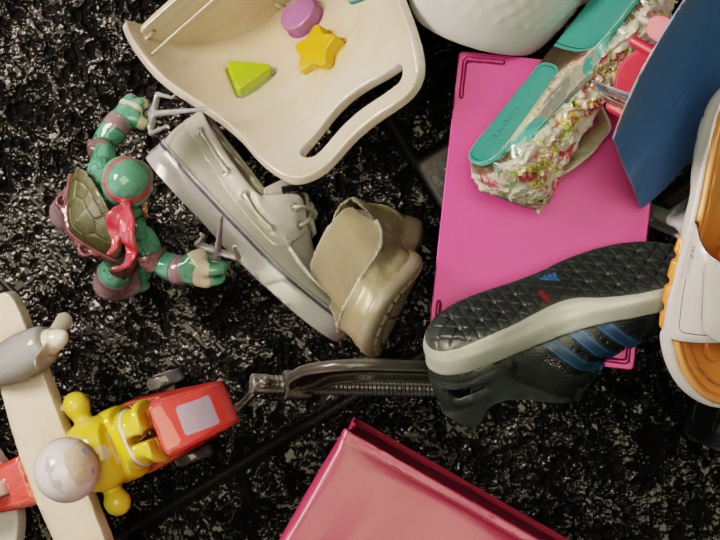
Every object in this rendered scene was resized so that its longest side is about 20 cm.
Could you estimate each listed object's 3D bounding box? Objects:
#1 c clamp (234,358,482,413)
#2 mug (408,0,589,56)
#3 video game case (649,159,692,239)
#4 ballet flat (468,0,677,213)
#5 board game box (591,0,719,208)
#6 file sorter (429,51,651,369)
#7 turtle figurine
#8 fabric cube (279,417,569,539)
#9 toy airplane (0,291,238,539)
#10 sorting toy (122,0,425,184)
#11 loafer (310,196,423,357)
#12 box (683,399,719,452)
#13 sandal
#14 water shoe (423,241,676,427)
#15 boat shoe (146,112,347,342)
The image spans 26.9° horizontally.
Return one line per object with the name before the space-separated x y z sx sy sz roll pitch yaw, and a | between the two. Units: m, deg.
c clamp | 0.018 0.078 1.074 0.199 0.171 0.027 2 75 -11
mug | 0.123 -0.240 1.010 0.199 0.148 0.176 0 119 -34
video game case | 0.290 -0.087 1.033 0.200 0.182 0.023 -36 100 1
ballet flat | 0.149 -0.122 0.979 0.064 0.076 0.200 39 93 -25
board game box | 0.196 -0.132 0.941 0.039 0.200 0.158 33 87 23
file sorter | 0.127 -0.039 1.066 0.138 0.125 0.201 6 89 3
turtle figurine | -0.161 -0.047 1.040 0.100 0.200 0.150 -12 80 -26
fabric cube | 0.028 0.229 0.945 0.196 0.200 0.200 30 88 4
toy airplane | -0.211 0.138 1.069 0.199 0.141 0.200 25 91 2
sorting toy | -0.036 -0.156 1.038 0.200 0.107 0.180 -38 56 14
loafer | 0.000 0.000 1.035 0.068 0.200 0.076 24 105 -3
box | 0.323 0.045 1.019 0.123 0.197 0.201 15 91 -5
sandal | 0.232 -0.012 0.910 0.079 0.059 0.208 -2 102 -21
water shoe | 0.138 0.041 0.976 0.199 0.072 0.079 -15 121 -4
boat shoe | -0.067 -0.037 1.104 0.070 0.071 0.200 -45 82 4
